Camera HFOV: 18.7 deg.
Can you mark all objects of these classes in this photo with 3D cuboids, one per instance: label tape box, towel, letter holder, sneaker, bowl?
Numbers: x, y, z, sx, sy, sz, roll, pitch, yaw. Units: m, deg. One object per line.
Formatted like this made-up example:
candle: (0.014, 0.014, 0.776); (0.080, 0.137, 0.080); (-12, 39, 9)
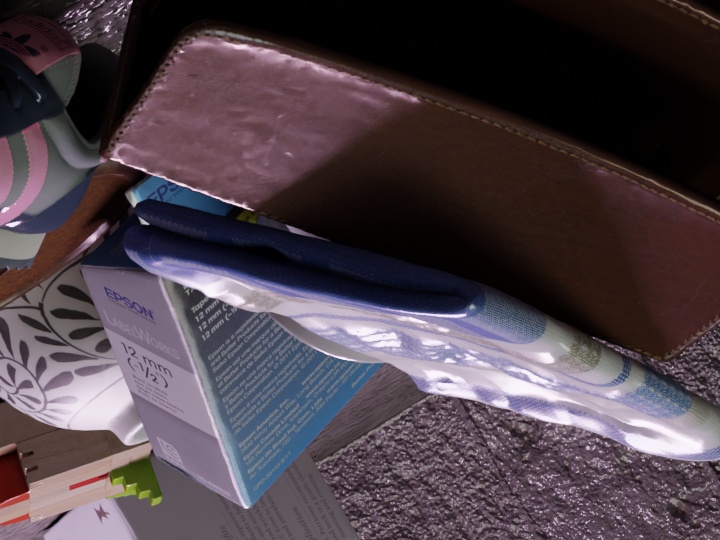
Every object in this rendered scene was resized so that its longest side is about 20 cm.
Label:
label tape box: (-0.046, -0.015, 0.951); (0.143, 0.066, 0.200); (-46, 142, -27)
towel: (0.030, 0.024, 0.737); (0.146, 0.024, 0.200); (13, 172, 36)
letter holder: (0.046, -0.072, 0.644); (0.199, 0.101, 0.142); (20, 148, -18)
sneaker: (-0.131, -0.050, 0.678); (0.082, 0.070, 0.200); (-50, 172, 8)
bowl: (-0.101, 0.023, 1.072); (0.200, 0.094, 0.201); (-32, 172, -5)

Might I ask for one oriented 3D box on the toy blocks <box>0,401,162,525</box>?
toy blocks: (-0.200, 0.115, 1.318); (0.136, 0.100, 0.200); (-18, 168, -12)

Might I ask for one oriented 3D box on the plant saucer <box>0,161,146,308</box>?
plant saucer: (-0.161, -0.010, 0.866); (0.200, 0.035, 0.200); (-30, 172, -5)

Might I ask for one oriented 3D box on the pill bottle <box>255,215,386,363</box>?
pill bottle: (0.029, -0.061, 0.825); (0.113, 0.113, 0.200); (-24, 152, -44)

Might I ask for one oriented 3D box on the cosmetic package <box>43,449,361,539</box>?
cosmetic package: (-0.143, 0.242, 1.963); (0.200, 0.165, 0.165); (-25, 170, -34)
